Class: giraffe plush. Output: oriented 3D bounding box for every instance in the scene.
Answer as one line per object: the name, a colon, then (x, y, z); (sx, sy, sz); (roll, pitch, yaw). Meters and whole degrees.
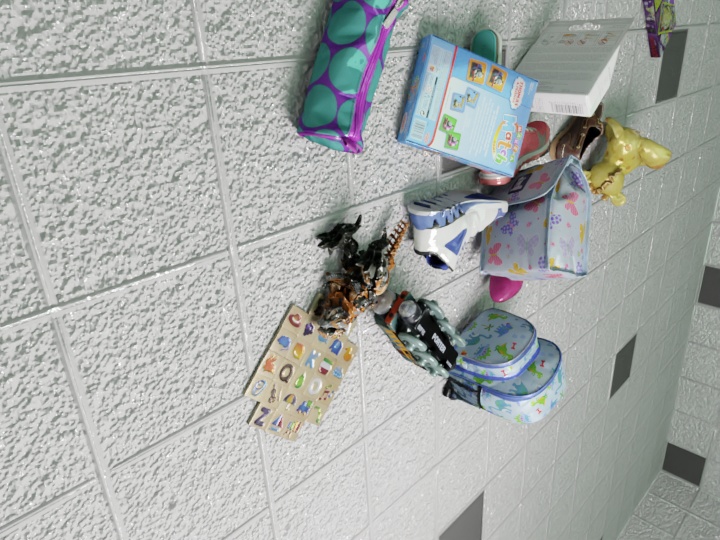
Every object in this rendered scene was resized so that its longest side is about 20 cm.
giraffe plush: (0.603, -0.245, 1.261); (0.199, 0.172, 0.163); (-7, 131, -56)

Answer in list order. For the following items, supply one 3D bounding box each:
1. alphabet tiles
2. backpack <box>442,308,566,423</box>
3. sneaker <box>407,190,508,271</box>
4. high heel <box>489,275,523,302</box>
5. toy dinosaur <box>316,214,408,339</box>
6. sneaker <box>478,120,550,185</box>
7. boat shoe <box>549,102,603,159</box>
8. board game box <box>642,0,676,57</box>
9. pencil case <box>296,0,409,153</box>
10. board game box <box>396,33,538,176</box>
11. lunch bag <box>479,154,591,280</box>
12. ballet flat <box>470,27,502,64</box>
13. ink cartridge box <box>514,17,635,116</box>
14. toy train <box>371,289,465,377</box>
alphabet tiles: (-0.078, 0.140, 0.769); (0.166, 0.006, 0.202); (39, 75, -46)
backpack: (0.274, 0.179, 1.012); (0.183, 0.199, 0.148); (-40, 130, -29)
sneaker: (0.151, -0.064, 0.894); (0.198, 0.080, 0.117); (-15, 119, -36)
high heel: (0.298, -0.033, 1.058); (0.201, 0.067, 0.097); (-60, 149, -34)
toy dinosaur: (0.000, 0.000, 0.760); (0.136, 0.101, 0.202); (73, 29, -51)
sneaker: (0.280, -0.233, 0.965); (0.200, 0.073, 0.087); (-42, 129, -29)
boat shoe: (0.486, -0.299, 1.163); (0.200, 0.070, 0.071); (-50, 133, -24)
board game box: (0.749, -0.653, 1.345); (0.121, 0.032, 0.200); (-56, 137, -10)
pencil case: (-0.009, -0.244, 0.640); (0.085, 0.092, 0.202); (14, 95, -48)
board game box: (0.164, -0.241, 0.810); (0.198, 0.037, 0.153); (12, 96, -23)
lunch bag: (0.302, -0.089, 0.948); (0.126, 0.169, 0.203); (12, 83, -29)
ballet flat: (0.201, -0.284, 0.876); (0.069, 0.069, 0.203); (-9, 110, -44)
ink cartridge box: (0.364, -0.359, 0.942); (0.201, 0.160, 0.050); (-53, 137, -19)
toy train: (0.087, 0.098, 0.844); (0.086, 0.113, 0.200); (-58, 140, -16)
